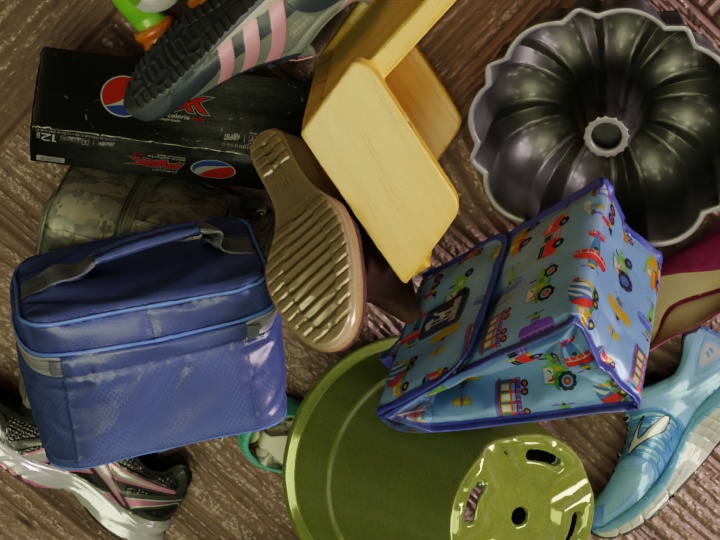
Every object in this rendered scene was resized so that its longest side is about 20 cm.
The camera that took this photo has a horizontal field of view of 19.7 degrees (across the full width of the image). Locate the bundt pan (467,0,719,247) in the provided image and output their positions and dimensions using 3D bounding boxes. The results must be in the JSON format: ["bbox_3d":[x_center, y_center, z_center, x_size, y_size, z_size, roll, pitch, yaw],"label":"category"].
[{"bbox_3d":[0.179,-0.112,1.510,0.202,0.076,0.202,3,119,6],"label":"bundt pan"}]

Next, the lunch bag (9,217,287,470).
[{"bbox_3d":[-0.140,0.038,1.446,0.200,0.136,0.132,-13,117,-8],"label":"lunch bag"}]

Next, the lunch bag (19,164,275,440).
[{"bbox_3d":[-0.158,0.025,1.582,0.168,0.139,0.200,14,114,3],"label":"lunch bag"}]

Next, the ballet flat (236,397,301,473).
[{"bbox_3d":[-0.006,0.151,1.654,0.200,0.070,0.067,13,113,1],"label":"ballet flat"}]

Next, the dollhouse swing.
[{"bbox_3d":[0.062,-0.132,1.458,0.176,0.200,0.182,-31,106,13],"label":"dollhouse swing"}]

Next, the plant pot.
[{"bbox_3d":[0.072,0.163,1.540,0.200,0.190,0.200,-5,101,-28],"label":"plant pot"}]

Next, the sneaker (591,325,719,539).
[{"bbox_3d":[0.232,0.123,1.625,0.090,0.078,0.200,39,110,11],"label":"sneaker"}]

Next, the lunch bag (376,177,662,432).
[{"bbox_3d":[0.103,0.041,1.488,0.200,0.151,0.094,-19,125,31],"label":"lunch bag"}]

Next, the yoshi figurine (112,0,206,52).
[{"bbox_3d":[-0.173,-0.255,1.507,0.112,0.112,0.200,3,138,49],"label":"yoshi figurine"}]

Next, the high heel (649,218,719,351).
[{"bbox_3d":[0.222,0.031,1.561,0.067,0.096,0.200,42,111,-11],"label":"high heel"}]

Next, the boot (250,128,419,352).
[{"bbox_3d":[0.000,0.000,1.453,0.072,0.200,0.166,-33,139,18],"label":"boot"}]

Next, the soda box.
[{"bbox_3d":[-0.141,-0.110,1.532,0.200,0.071,0.063,7,158,-8],"label":"soda box"}]

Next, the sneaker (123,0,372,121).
[{"bbox_3d":[-0.076,-0.160,1.469,0.200,0.070,0.082,-37,129,18],"label":"sneaker"}]

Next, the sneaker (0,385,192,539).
[{"bbox_3d":[-0.224,0.137,1.683,0.200,0.080,0.086,34,101,-16],"label":"sneaker"}]
